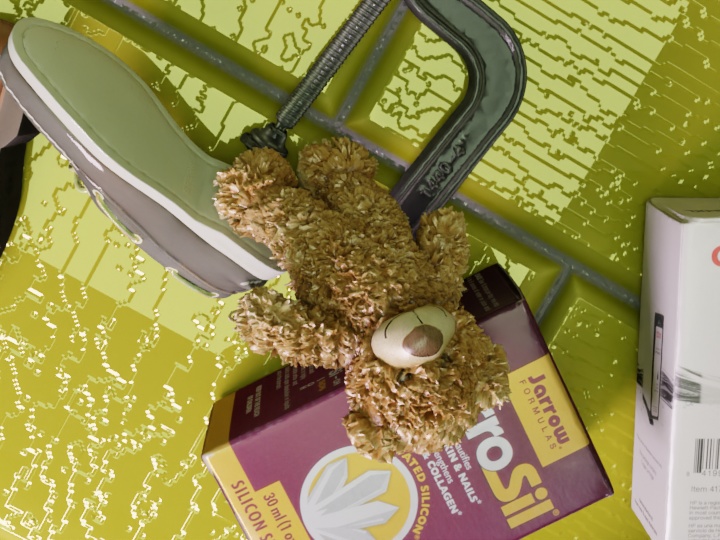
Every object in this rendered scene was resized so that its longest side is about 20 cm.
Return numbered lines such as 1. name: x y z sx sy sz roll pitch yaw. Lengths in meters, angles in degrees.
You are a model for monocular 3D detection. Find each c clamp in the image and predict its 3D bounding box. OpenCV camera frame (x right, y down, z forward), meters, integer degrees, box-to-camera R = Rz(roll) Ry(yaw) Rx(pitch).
1. c clamp: 0.003 -0.110 0.783 0.170 0.027 0.201 31 98 -14

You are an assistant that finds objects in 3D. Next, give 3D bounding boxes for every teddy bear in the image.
1. teddy bear: 0.000 0.000 0.706 0.144 0.201 0.067 7 135 -22

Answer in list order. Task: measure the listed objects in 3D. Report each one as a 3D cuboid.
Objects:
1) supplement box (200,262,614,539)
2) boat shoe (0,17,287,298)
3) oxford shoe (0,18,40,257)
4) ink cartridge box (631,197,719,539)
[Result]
1. supplement box: 0.026 0.103 0.790 0.199 0.103 0.132 -27 101 3
2. boat shoe: -0.124 -0.054 0.746 0.060 0.072 0.202 -30 122 33
3. oxford shoe: -0.231 -0.046 0.765 0.071 0.071 0.202 17 90 -2
4. ink cartridge box: 0.243 0.060 0.800 0.145 0.084 0.202 0 102 -3
